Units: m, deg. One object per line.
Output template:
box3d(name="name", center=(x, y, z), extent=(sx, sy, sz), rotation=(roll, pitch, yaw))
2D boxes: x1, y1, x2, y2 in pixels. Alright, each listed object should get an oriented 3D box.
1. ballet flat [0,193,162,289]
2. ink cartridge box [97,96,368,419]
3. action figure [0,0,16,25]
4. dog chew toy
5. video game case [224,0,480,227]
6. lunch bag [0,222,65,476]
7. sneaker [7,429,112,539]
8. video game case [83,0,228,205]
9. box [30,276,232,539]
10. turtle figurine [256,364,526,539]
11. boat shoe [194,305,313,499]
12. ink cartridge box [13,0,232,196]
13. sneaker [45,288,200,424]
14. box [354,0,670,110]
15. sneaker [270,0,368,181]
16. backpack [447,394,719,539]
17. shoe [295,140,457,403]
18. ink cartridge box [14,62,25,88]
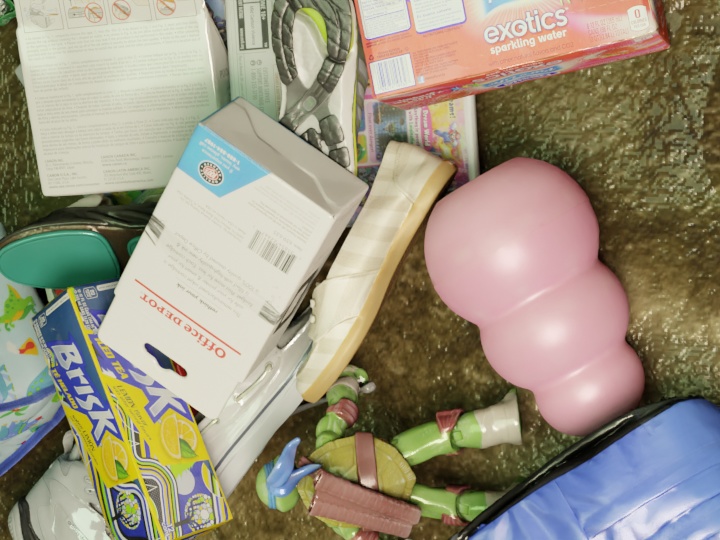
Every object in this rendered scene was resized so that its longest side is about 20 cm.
box3d(name="ballet flat", center=(-0.181, -0.027, 1.334), extent=(0.198, 0.069, 0.068), rotation=(-3, 131, 9))
box3d(name="ink cartridge box", center=(-0.094, -0.006, 1.222), extent=(0.116, 0.067, 0.201), rotation=(35, 122, 5))
box3d(name="action figure", center=(-0.252, -0.280, 1.418), extent=(0.118, 0.055, 0.200), rotation=(44, 116, 16))
box3d(name="dog chew toy", center=(0.129, 0.025, 1.197), extent=(0.124, 0.124, 0.201), rotation=(-31, 87, 26))
box3d(name="video game case", center=(-0.006, -0.133, 1.275), extent=(0.181, 0.024, 0.202), rotation=(-4, 91, 7))
box3d(name="lunch bag", center=(-0.337, 0.081, 1.445), extent=(0.171, 0.127, 0.200), rotation=(61, 145, 14))
box3d(name="sneaker", center=(-0.198, 0.221, 1.403), extent=(0.200, 0.075, 0.115), rotation=(40, 113, 24))
box3d(name="video game case", center=(-0.127, -0.092, 1.346), extent=(0.200, 0.022, 0.183), rotation=(-38, 94, 24))
box3d(name="box", center=(-0.171, 0.108, 1.282), extent=(0.064, 0.070, 0.201), rotation=(-34, 75, 45))
box3d(name="turtle figurine", center=(0.026, 0.146, 1.281), extent=(0.192, 0.200, 0.145), rotation=(-5, 61, 6))
box3d(name="boat shoe", center=(-0.075, 0.080, 1.307), extent=(0.067, 0.074, 0.201), rotation=(35, 93, -6))
box3d(name="ink cartridge box", center=(-0.177, -0.161, 1.305), extent=(0.160, 0.050, 0.202), rotation=(-3, 102, 18))
box3d(name="sneaker", center=(-0.180, 0.051, 1.372), extent=(0.201, 0.077, 0.085), rotation=(60, 150, 2))
box3d(name="box", center=(0.103, -0.183, 1.187), extent=(0.199, 0.095, 0.103), rotation=(-13, 87, 16))
box3d(name="sneaker", center=(-0.021, -0.116, 1.230), extent=(0.073, 0.081, 0.201), rotation=(14, 113, 18))
box3d(name="backpack", center=(0.191, 0.189, 1.145), extent=(0.200, 0.162, 0.168), rotation=(-40, 72, 10))
box3d(name="shoe", center=(0.000, 0.000, 1.241), extent=(0.053, 0.070, 0.201), rotation=(29, 94, 2))
box3d(name="ink cartridge box", center=(-0.161, -0.148, 1.382), extent=(0.196, 0.043, 0.201), rotation=(-43, 72, 23))
